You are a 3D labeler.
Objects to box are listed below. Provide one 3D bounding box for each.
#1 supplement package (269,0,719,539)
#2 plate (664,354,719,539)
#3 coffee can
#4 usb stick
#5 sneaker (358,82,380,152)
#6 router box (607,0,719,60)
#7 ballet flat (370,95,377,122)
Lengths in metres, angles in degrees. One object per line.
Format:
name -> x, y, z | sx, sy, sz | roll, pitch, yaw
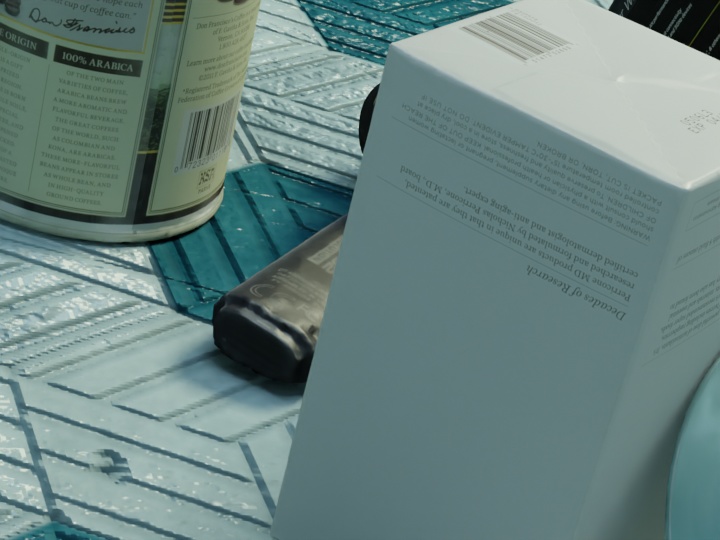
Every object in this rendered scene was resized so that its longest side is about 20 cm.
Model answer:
supplement package -> 0.064, 0.022, 0.767 | 0.119, 0.202, 0.121 | 28, 29, 25
plate -> 0.198, 0.098, 0.741 | 0.198, 0.026, 0.202 | 6, 71, -18
coffee can -> -0.115, -0.135, 0.984 | 0.145, 0.202, 0.147 | 11, 26, -6
usb stick -> 0.000, 0.000, 0.968 | 0.055, 0.033, 0.200 | 31, 30, 14
sneaker -> 0.095, -0.072, 1.071 | 0.198, 0.073, 0.083 | 6, -4, 21
router box -> 0.140, -0.049, 0.896 | 0.051, 0.201, 0.150 | 2, 52, -24
ballet flat -> 0.045, -0.023, 0.976 | 0.066, 0.057, 0.201 | -3, 40, -17
